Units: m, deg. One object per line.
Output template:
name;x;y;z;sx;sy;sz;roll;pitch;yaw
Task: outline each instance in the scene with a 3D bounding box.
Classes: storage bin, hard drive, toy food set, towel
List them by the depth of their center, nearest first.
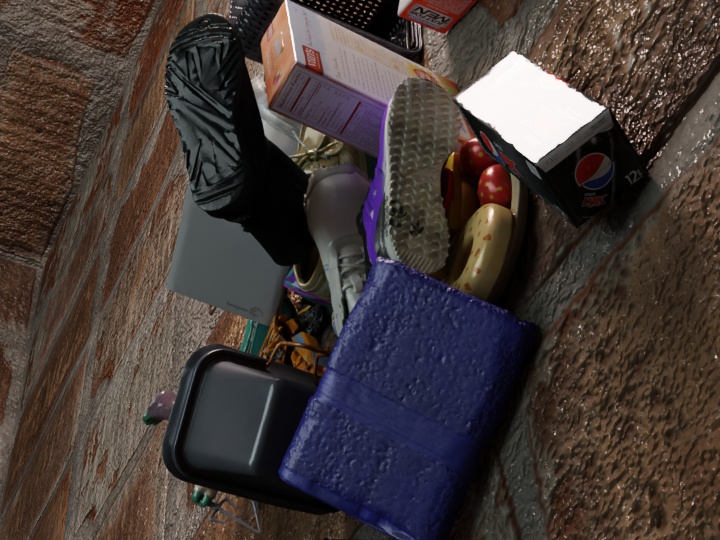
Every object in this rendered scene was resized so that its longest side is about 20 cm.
towel;0.038;0.105;0.995;0.201;0.147;0.050;-66;-18;3
toy food set;0.080;-0.022;1.103;0.198;0.048;0.201;-47;32;49
storage bin;-0.047;0.139;1.109;0.134;0.199;0.146;0;72;57
hard drive;-0.131;-0.043;1.376;0.027;0.131;0.201;-65;-7;-56
storage bin;-0.040;-0.286;1.421;0.094;0.199;0.136;-51;28;41

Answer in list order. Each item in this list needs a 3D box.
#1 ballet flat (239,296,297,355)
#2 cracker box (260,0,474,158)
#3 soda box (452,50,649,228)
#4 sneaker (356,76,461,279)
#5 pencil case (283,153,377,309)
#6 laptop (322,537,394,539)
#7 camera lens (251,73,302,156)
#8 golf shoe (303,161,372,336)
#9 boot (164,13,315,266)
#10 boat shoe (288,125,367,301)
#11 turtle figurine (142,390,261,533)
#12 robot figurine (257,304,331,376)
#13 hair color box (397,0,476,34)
ballet flat;-0.122;0.123;1.498;0.070;0.067;0.201;-56;-13;-88
cracker box;0.006;-0.166;1.196;0.058;0.199;0.134;-55;25;27
soda box;0.140;-0.105;0.967;0.071;0.063;0.200;-37;25;2
sneaker;0.032;-0.072;1.101;0.100;0.069;0.201;136;147;-56
pencil case;-0.013;-0.060;1.326;0.092;0.085;0.201;20;91;55
laptop;0.010;0.327;1.040;0.200;0.115;0.188;83;-164;-67
camera lens;-0.085;-0.114;1.448;0.201;0.159;0.160;-63;22;22
golf shoe;0.000;0.000;1.162;0.097;0.078;0.201;-106;1;-59
boot;-0.105;-0.115;1.172;0.076;0.168;0.201;-17;69;15
boat shoe;-0.037;-0.073;1.254;0.073;0.063;0.201;-14;73;30
turtle figurine;-0.139;0.204;1.382;0.200;0.150;0.101;39;94;27
robot figurine;-0.070;0.116;1.355;0.146;0.058;0.200;-67;21;17
hair color box;0.114;-0.341;1.274;0.200;0.064;0.112;-37;41;55
